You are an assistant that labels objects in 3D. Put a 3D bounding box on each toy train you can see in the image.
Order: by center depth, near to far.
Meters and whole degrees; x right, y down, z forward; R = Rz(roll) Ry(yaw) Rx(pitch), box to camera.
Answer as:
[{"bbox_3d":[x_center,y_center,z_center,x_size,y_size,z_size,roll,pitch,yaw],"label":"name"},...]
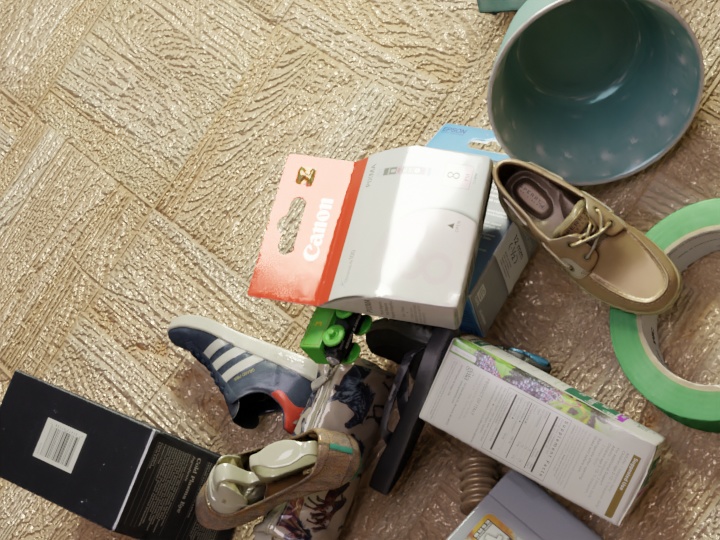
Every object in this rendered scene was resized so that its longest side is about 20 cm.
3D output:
[{"bbox_3d":[0.000,0.000,1.444,0.056,0.042,0.202,-1,54,39],"label":"toy train"}]

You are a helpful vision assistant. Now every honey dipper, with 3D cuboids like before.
[{"bbox_3d":[0.108,0.264,1.392,0.038,0.038,0.202,-15,56,24],"label":"honey dipper"}]

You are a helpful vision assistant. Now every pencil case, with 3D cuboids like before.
[{"bbox_3d":[-0.037,0.176,1.497,0.077,0.089,0.202,12,78,49],"label":"pencil case"}]

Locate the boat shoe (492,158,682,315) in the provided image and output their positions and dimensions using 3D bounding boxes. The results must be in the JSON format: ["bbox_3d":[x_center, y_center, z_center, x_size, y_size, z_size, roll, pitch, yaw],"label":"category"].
[{"bbox_3d":[0.195,-0.030,1.388,0.199,0.064,0.072,36,90,24],"label":"boat shoe"}]

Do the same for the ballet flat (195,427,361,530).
[{"bbox_3d":[-0.092,0.185,1.437,0.199,0.067,0.069,-26,58,28],"label":"ballet flat"}]

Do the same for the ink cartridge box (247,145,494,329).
[{"bbox_3d":[0.009,-0.039,1.407,0.197,0.057,0.164,11,61,8],"label":"ink cartridge box"}]

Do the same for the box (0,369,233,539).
[{"bbox_3d":[-0.240,0.196,1.553,0.198,0.182,0.105,17,81,34],"label":"box"}]

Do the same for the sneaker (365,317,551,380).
[{"bbox_3d":[0.079,0.097,1.471,0.198,0.073,0.083,15,88,37],"label":"sneaker"}]

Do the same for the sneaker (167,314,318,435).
[{"bbox_3d":[-0.128,0.108,1.585,0.198,0.075,0.085,17,76,34],"label":"sneaker"}]

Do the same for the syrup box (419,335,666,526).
[{"bbox_3d":[0.159,0.137,1.362,0.198,0.079,0.082,27,98,16],"label":"syrup box"}]

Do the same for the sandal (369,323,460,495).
[{"bbox_3d":[0.039,0.126,1.427,0.043,0.076,0.202,29,126,10],"label":"sandal"}]

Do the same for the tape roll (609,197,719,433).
[{"bbox_3d":[0.318,0.039,1.368,0.198,0.048,0.203,-11,67,27],"label":"tape roll"}]

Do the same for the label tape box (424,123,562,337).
[{"bbox_3d":[0.098,-0.044,1.509,0.142,0.066,0.201,14,55,33],"label":"label tape box"}]

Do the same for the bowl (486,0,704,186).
[{"bbox_3d":[0.208,-0.191,1.450,0.200,0.201,0.106,-31,33,16],"label":"bowl"}]

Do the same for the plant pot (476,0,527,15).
[{"bbox_3d":[0.169,-0.319,1.521,0.198,0.200,0.136,2,100,30],"label":"plant pot"}]

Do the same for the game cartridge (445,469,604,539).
[{"bbox_3d":[0.120,0.280,1.343,0.133,0.042,0.200,36,67,24],"label":"game cartridge"}]
